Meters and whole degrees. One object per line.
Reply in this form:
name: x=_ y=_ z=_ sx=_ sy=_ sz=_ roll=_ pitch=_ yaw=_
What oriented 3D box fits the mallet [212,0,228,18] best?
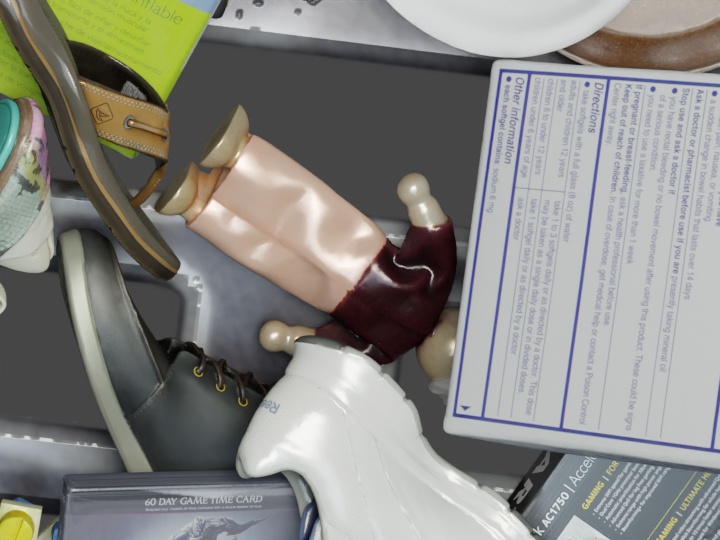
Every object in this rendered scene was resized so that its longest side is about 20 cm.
mallet: x=-0.031 y=-0.213 z=1.382 sx=0.041 sy=0.066 sz=0.201 roll=24 pitch=97 yaw=-9

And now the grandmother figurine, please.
grandmother figurine: x=0.000 y=0.000 z=1.425 sx=0.200 sy=0.061 sz=0.121 roll=38 pitch=122 yaw=-11

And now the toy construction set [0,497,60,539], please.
toy construction set: x=-0.225 y=0.194 z=1.425 sx=0.131 sy=0.092 sz=0.201 roll=21 pitch=86 yaw=-7

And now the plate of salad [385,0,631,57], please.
plate of salad: x=0.067 y=-0.203 z=1.358 sx=0.199 sy=0.048 sz=0.201 roll=-2 pitch=95 yaw=-28

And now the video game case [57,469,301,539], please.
video game case: x=-0.087 y=0.191 z=1.422 sx=0.142 sy=0.019 sz=0.201 roll=0 pitch=117 yaw=-17

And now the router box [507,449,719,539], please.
router box: x=0.171 y=0.115 z=1.454 sx=0.149 sy=0.051 sz=0.200 roll=35 pitch=95 yaw=-7

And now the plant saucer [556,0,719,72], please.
plant saucer: x=0.147 y=-0.197 z=1.414 sx=0.199 sy=0.034 sz=0.201 roll=0 pitch=99 yaw=-3

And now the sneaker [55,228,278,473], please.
sneaker: x=-0.078 y=0.056 z=1.423 sx=0.106 sy=0.075 sz=0.201 roll=-22 pitch=109 yaw=-4

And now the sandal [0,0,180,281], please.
sandal: x=-0.123 y=-0.082 z=1.344 sx=0.054 sy=0.082 sz=0.201 roll=-24 pitch=112 yaw=-3

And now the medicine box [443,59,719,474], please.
medicine box: x=0.157 y=0.003 z=1.351 sx=0.199 sy=0.103 sz=0.183 roll=6 pitch=86 yaw=28

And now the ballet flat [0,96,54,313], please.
ballet flat: x=-0.195 y=-0.007 z=1.386 sx=0.071 sy=0.069 sz=0.200 roll=29 pitch=123 yaw=-28

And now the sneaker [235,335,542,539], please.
sneaker: x=0.018 y=0.123 z=1.377 sx=0.200 sy=0.074 sz=0.087 roll=45 pitch=74 yaw=-12

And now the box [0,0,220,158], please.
box: x=-0.117 y=-0.161 z=1.350 sx=0.122 sy=0.048 sz=0.200 roll=26 pitch=123 yaw=-10
